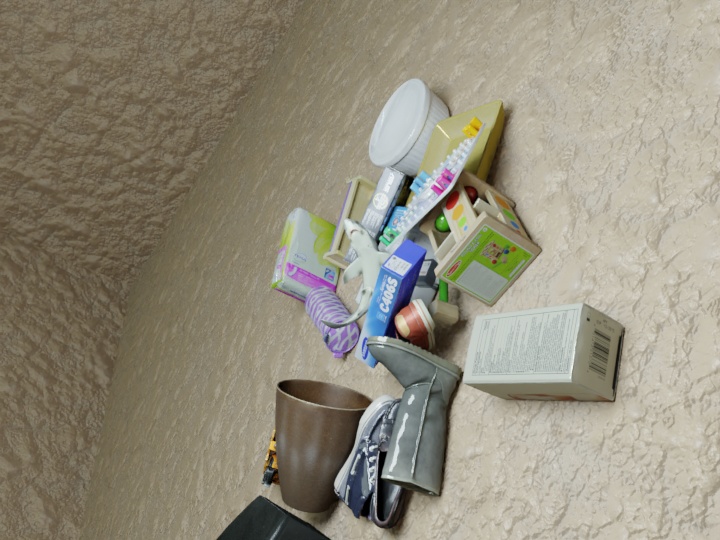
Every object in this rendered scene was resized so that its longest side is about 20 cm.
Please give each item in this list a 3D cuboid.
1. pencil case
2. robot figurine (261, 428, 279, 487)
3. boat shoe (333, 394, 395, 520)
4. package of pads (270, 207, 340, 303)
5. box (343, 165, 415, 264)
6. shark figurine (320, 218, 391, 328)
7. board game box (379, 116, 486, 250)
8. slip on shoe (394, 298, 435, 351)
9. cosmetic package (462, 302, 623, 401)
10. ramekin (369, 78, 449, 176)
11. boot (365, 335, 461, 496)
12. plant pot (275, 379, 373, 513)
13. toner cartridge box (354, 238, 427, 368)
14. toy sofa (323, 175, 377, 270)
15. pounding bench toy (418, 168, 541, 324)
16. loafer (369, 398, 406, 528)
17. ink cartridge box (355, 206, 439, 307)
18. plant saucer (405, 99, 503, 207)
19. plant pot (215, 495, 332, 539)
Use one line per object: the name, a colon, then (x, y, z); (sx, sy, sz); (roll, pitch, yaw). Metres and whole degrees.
pencil case: (-0.064, 0.107, 1.507); (0.200, 0.081, 0.088); (-127, 42, -62)
robot figurine: (-0.159, 0.364, 1.404); (0.201, 0.056, 0.149); (113, 171, -71)
boat shoe: (0.028, 0.320, 1.177); (0.093, 0.073, 0.205); (38, 109, 55)
package of pads: (-0.121, -0.029, 1.636); (0.068, 0.152, 0.205); (-24, 47, 51)
box: (0.042, -0.106, 1.411); (0.204, 0.048, 0.161); (-65, -12, 8)
shark figurine: (0.008, 0.021, 1.285); (0.090, 0.124, 0.221); (-70, -7, -75)
board game box: (0.122, -0.150, 1.202); (0.200, 0.026, 0.202); (-44, 11, 47)
slip on shoe: (0.085, 0.098, 1.151); (0.060, 0.200, 0.075); (-28, 75, -2)
cosmetic package: (0.238, 0.113, 0.928); (0.198, 0.086, 0.106); (-12, 58, 57)
ramekin: (0.110, -0.299, 1.502); (0.202, 0.093, 0.207); (-42, 35, 39)
boot: (0.065, 0.221, 1.078); (0.073, 0.177, 0.205); (125, 167, -74)
plant pot: (-0.081, 0.324, 1.274); (0.186, 0.182, 0.207); (15, 95, 63)
toner cartridge box: (0.048, 0.056, 1.146); (0.095, 0.042, 0.204); (-43, -24, -47)
toy sofa: (-0.020, -0.105, 1.593); (0.097, 0.081, 0.205); (-10, 60, 57)
pounding bench toy: (0.165, -0.032, 1.143); (0.201, 0.122, 0.158); (-52, 29, 25)
loafer: (0.055, 0.305, 1.110); (0.063, 0.070, 0.206); (69, -149, -74)
ink cartridge box: (0.087, -0.007, 1.311); (0.144, 0.082, 0.205); (18, 84, 63)
plant saucer: (0.187, -0.203, 1.318); (0.198, 0.048, 0.205); (-4, 61, 58)
plant pot: (-0.148, 0.516, 1.212); (0.198, 0.198, 0.180); (-3, 53, 60)
